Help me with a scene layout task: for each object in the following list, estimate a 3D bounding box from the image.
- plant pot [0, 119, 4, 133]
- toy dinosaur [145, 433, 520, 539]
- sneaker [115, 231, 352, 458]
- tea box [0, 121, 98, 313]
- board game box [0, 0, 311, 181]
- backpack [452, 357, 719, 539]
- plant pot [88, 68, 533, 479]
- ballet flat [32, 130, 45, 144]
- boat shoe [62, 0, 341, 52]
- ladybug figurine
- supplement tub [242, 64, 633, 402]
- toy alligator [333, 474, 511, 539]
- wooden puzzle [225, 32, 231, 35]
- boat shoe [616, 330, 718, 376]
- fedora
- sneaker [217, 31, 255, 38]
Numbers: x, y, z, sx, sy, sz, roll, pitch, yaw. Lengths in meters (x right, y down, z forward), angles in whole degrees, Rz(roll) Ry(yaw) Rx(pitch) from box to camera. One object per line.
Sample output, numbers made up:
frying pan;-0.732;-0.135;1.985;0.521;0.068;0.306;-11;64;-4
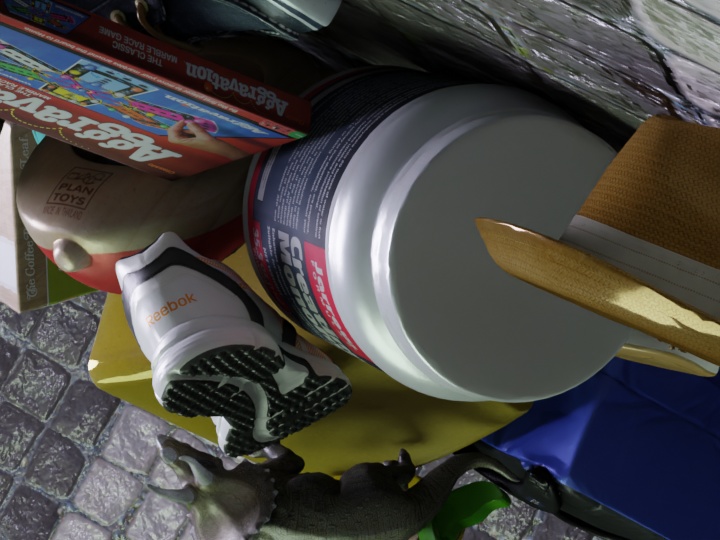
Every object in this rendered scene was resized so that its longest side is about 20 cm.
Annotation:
plant pot;-0.255;-0.098;1.290;0.187;0.187;0.200;29;177;-23
toy dinosaur;-0.016;0.128;1.337;0.200;0.077;0.102;9;-163;-5
sneaker;-0.061;0.035;1.224;0.080;0.074;0.200;61;-177;20
tea box;-0.203;-0.084;1.681;0.197;0.134;0.200;-16;-152;-35
board game box;-0.130;-0.086;1.104;0.200;0.019;0.103;20;158;-37
backpack;0.145;0.070;1.457;0.162;0.168;0.200;35;171;-28
plant pot;0.000;0.000;1.387;0.176;0.200;0.200;-5;155;44
ballet flat;-0.147;-0.107;1.379;0.072;0.072;0.200;28;164;9
boat shoe;-0.093;-0.116;1.128;0.200;0.091;0.071;26;177;46
ladybug figurine;-0.093;-0.049;1.274;0.136;0.200;0.072;11;128;32
supplement tub;0.036;-0.018;1.146;0.140;0.140;0.200;29;178;-21
toy alligator;-0.009;0.153;1.445;0.200;0.054;0.059;-5;154;24
wooden puzzle;-0.178;-0.190;1.323;0.200;0.037;0.185;19;173;45
boat shoe;0.147;0.010;1.209;0.071;0.069;0.200;15;-175;11
fedora;0.144;-0.003;0.935;0.200;0.082;0.201;23;180;0
sneaker;-0.128;-0.136;1.468;0.200;0.079;0.078;6;146;-9
